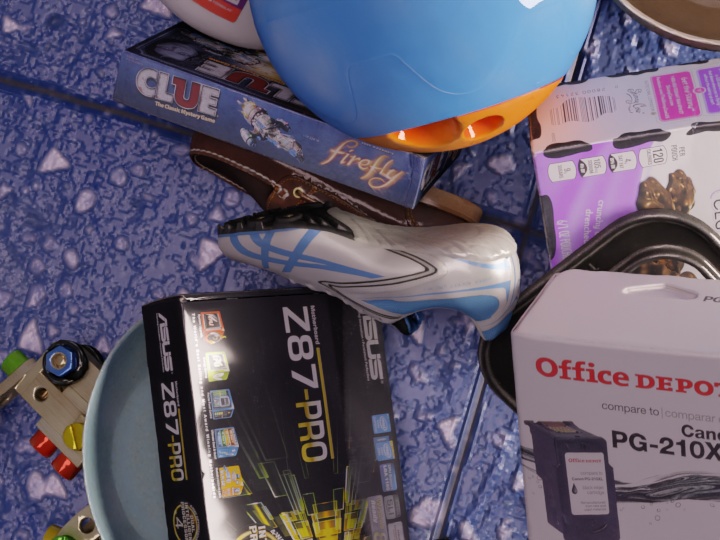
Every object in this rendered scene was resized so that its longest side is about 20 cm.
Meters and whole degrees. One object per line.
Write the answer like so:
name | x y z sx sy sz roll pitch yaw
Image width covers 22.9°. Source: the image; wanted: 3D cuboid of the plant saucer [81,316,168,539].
plant saucer | -0.096 0.118 1.108 0.039 0.200 0.203 -14 81 49

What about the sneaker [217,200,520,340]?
sneaker | 0.000 0.000 1.067 0.198 0.072 0.073 9 106 24

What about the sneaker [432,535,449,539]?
sneaker | 0.111 0.248 1.087 0.199 0.067 0.091 27 64 13

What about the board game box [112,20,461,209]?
board game box | -0.039 -0.104 1.116 0.198 0.136 0.035 20 112 9

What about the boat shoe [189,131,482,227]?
boat shoe | -0.023 -0.041 1.141 0.198 0.070 0.071 21 84 9

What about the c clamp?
c clamp | 0.164 0.058 1.071 0.170 0.027 0.200 39 119 -11

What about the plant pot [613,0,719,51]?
plant pot | 0.226 -0.223 1.092 0.198 0.134 0.203 -1 84 7

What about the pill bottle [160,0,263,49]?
pill bottle | -0.051 -0.247 1.111 0.112 0.112 0.201 36 115 9

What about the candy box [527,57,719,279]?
candy box | 0.208 -0.037 1.063 0.198 0.072 0.169 -9 126 7

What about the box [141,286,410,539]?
box | -0.049 0.113 1.091 0.049 0.160 0.202 -12 82 46

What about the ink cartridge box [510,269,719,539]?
ink cartridge box | 0.171 0.111 1.012 0.143 0.084 0.202 5 116 27

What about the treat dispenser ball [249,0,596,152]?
treat dispenser ball | 0.035 -0.168 1.004 0.199 0.201 0.203 -1 84 8

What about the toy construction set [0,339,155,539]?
toy construction set | -0.195 0.123 1.145 0.200 0.092 0.131 41 91 -2
